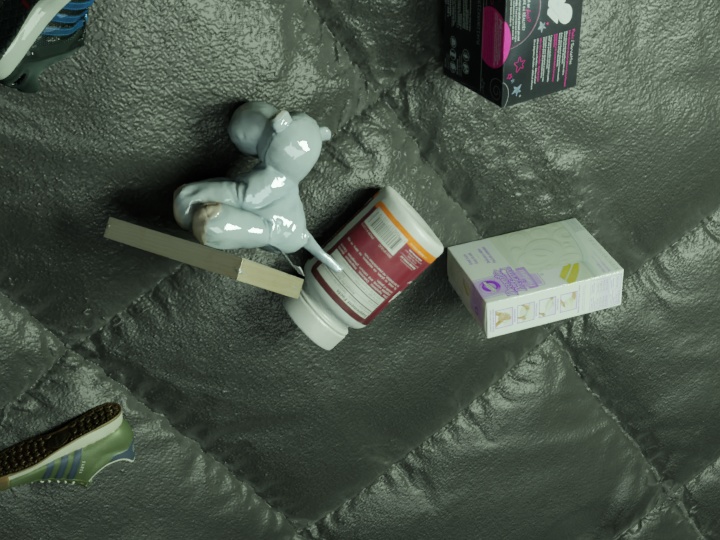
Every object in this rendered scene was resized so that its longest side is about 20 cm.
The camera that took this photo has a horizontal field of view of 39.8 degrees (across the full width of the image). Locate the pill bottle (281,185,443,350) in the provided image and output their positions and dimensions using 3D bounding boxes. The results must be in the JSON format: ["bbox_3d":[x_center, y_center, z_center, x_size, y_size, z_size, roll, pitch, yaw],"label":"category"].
[{"bbox_3d":[0.000,0.000,1.271,0.200,0.115,0.114,-43,124,10],"label":"pill bottle"}]

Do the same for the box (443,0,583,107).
[{"bbox_3d":[0.172,-0.310,1.127,0.113,0.132,0.203,-17,125,-23],"label":"box"}]

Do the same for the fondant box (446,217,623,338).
[{"bbox_3d":[0.232,0.007,1.339,0.197,0.145,0.059,-14,125,-11],"label":"fondant box"}]

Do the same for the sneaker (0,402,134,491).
[{"bbox_3d":[-0.390,0.258,1.316,0.198,0.067,0.091,-26,120,-7],"label":"sneaker"}]

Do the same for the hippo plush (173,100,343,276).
[{"bbox_3d":[-0.115,-0.108,1.129,0.158,0.198,0.163,-3,116,-54],"label":"hippo plush"}]

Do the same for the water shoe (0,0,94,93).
[{"bbox_3d":[-0.313,-0.274,1.035,0.200,0.072,0.079,-44,152,8],"label":"water shoe"}]

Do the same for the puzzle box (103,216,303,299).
[{"bbox_3d":[-0.178,-0.014,1.132,0.133,0.197,0.026,23,85,-60],"label":"puzzle box"}]
